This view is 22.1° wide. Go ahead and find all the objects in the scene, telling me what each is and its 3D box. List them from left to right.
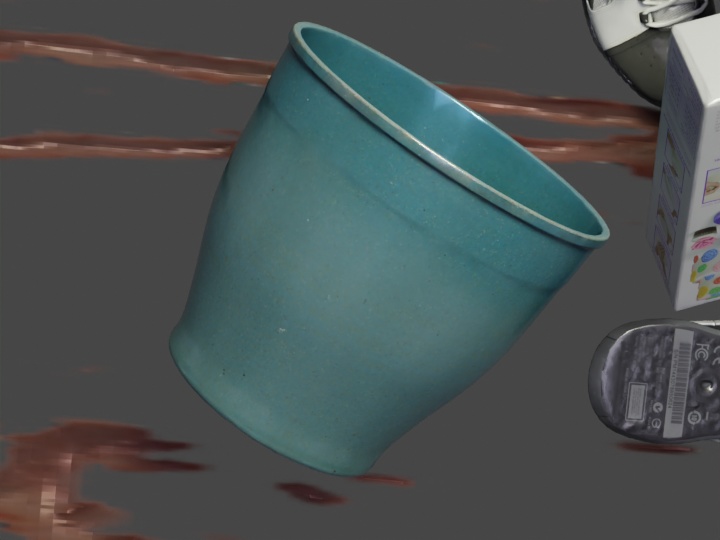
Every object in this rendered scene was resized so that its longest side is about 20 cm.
[{"bbox_3d":[0.000,0.000,0.997,0.200,0.200,0.188,32,104,-6],"label":"plant pot"},{"bbox_3d":[0.162,-0.186,1.050,0.074,0.089,0.200,-21,96,-6],"label":"sneaker"},{"bbox_3d":[0.225,0.094,1.093,0.200,0.046,0.141,-1,97,-11],"label":"computer mouse"},{"bbox_3d":[0.237,-0.068,1.010,0.144,0.200,0.058,-15,57,-5],"label":"fondant box"}]
